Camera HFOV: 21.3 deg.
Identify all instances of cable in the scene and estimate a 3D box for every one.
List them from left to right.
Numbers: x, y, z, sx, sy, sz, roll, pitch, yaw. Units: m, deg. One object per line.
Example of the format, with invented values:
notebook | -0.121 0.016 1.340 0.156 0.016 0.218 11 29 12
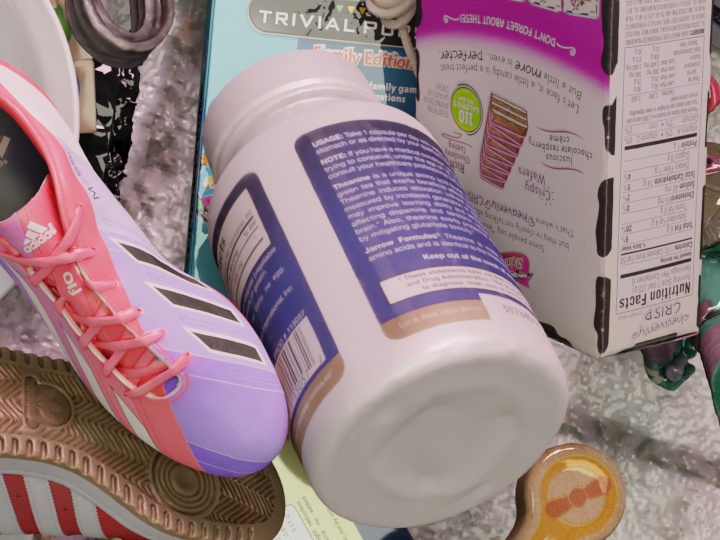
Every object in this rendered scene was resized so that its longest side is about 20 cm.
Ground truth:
cable | -0.087 -0.170 0.860 0.050 0.200 0.097 -33 107 32

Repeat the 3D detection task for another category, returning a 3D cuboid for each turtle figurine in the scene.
turtle figurine | 0.170 -0.010 0.893 0.101 0.200 0.150 30 107 -22

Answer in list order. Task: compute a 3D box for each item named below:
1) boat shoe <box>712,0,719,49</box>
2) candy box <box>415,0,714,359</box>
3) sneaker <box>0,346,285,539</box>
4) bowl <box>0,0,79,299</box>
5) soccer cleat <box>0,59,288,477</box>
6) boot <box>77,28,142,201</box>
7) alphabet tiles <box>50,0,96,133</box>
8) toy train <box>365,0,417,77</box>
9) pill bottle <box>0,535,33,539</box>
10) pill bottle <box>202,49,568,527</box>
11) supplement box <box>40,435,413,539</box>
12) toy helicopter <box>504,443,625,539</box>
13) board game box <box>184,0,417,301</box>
boat shoe | 0.161 -0.161 0.910 0.200 0.073 0.065 28 71 -47
candy box | 0.084 -0.078 0.822 0.061 0.136 0.200 -11 111 -32
sneaker | -0.138 0.090 0.785 0.200 0.112 0.071 20 46 -26
bowl | -0.221 -0.058 0.797 0.201 0.090 0.201 1 84 -14
soccer cleat | -0.104 0.001 0.727 0.067 0.076 0.200 -37 90 8
boot | -0.181 -0.108 0.891 0.162 0.073 0.199 10 97 -6
alphabet tiles | -0.220 -0.141 0.845 0.200 0.008 0.167 -2 100 -7
toy train | 0.014 -0.202 0.866 0.085 0.116 0.200 -10 69 -6
pill bottle | -0.241 0.071 0.868 0.200 0.109 0.109 13 90 -9
pill bottle | 0.000 0.000 0.809 0.111 0.111 0.200 -20 50 -7
supplement box | -0.057 0.192 0.883 0.200 0.134 0.200 -29 94 -7
toy helicopter | 0.042 0.155 0.805 0.132 0.079 0.200 32 74 1
board game box | -0.006 -0.044 0.929 0.151 0.047 0.200 5 90 -8
